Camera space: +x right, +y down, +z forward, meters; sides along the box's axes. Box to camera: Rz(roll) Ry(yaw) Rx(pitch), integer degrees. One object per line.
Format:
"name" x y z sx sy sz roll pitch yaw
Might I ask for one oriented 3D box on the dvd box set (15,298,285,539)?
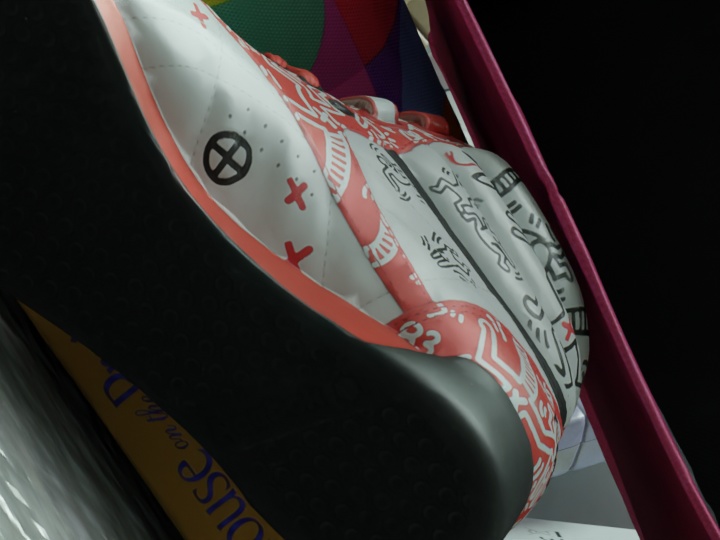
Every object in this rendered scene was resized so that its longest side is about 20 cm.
"dvd box set" -0.011 0.071 0.621 0.200 0.029 0.146 52 1 20

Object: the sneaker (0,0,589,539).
"sneaker" -0.031 -0.024 0.565 0.201 0.067 0.108 46 25 1

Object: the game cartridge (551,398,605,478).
"game cartridge" 0.000 0.000 0.869 0.200 0.129 0.039 49 -45 37

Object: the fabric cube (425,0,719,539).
"fabric cube" 0.135 -0.039 0.678 0.199 0.195 0.201 74 -7 -79

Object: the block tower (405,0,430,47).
"block tower" -0.011 -0.096 1.036 0.054 0.058 0.200 48 -17 -5

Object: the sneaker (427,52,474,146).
"sneaker" 0.011 -0.018 0.823 0.081 0.199 0.077 64 -29 29

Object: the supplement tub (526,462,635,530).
"supplement tub" 0.093 0.097 0.973 0.146 0.145 0.200 53 2 13

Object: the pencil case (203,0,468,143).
"pencil case" -0.014 -0.032 0.700 0.201 0.088 0.088 63 -4 -32

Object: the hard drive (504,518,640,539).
"hard drive" 0.102 0.107 0.791 0.199 0.026 0.132 7 9 -7
